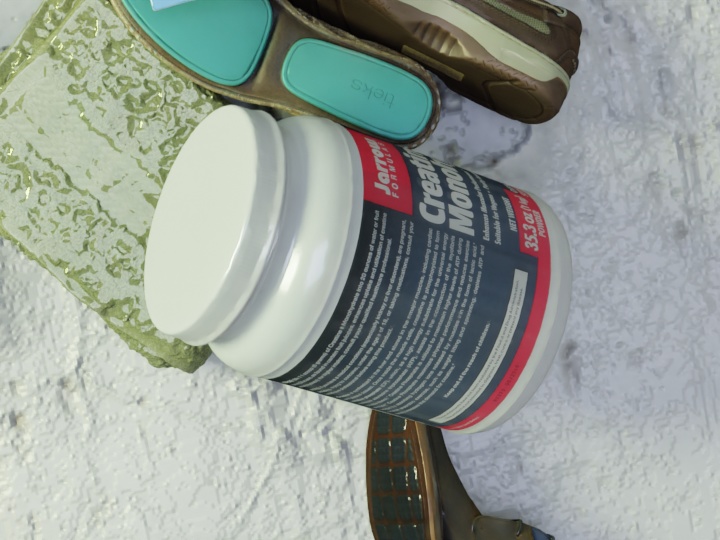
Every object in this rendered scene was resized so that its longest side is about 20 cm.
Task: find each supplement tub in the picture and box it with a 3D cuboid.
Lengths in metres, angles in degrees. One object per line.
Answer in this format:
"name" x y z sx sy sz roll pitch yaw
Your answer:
"supplement tub" 0.000 0.000 1.057 0.199 0.140 0.141 18 96 -28

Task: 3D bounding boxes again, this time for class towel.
"towel" -0.132 -0.052 1.114 0.200 0.036 0.149 39 91 -9

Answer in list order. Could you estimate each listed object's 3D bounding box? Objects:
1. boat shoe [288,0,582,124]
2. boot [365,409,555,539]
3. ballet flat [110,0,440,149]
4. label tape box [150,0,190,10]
"boat shoe" 0.032 -0.159 1.109 0.202 0.075 0.075 29 70 -8
"boot" 0.065 0.157 1.161 0.096 0.075 0.201 -9 88 -31
"ballet flat" -0.050 -0.120 1.098 0.199 0.065 0.071 29 88 -5
"label tape box" -0.070 -0.245 1.059 0.142 0.066 0.201 -16 87 -5
